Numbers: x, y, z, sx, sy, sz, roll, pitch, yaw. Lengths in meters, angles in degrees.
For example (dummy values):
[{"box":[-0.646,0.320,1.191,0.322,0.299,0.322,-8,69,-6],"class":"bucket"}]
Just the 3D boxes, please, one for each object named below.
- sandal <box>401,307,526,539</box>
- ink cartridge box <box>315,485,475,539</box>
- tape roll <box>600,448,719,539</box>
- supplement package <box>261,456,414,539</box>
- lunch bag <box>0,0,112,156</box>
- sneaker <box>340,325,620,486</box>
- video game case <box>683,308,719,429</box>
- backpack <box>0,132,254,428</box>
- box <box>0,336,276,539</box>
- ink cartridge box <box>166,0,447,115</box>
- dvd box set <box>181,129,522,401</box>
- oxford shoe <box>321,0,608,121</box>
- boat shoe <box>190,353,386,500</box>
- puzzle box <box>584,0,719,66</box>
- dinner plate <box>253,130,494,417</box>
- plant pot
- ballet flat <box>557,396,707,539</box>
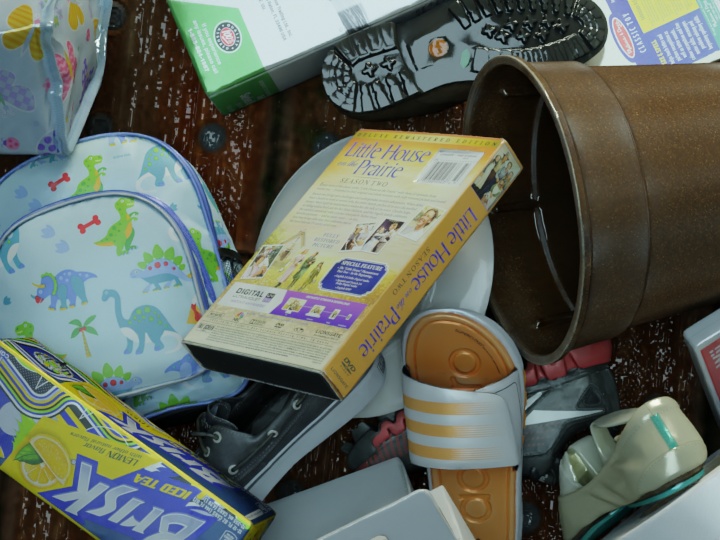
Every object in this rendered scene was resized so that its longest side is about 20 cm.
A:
[{"box":[0.072,0.124,1.263,0.079,0.059,0.207,-4,112,12],"class":"sandal"},{"box":[0.031,0.214,1.181,0.116,0.067,0.200,-27,114,6],"class":"ink cartridge box"},{"box":[0.241,0.155,1.244,0.202,0.202,0.071,-37,83,0],"class":"tape roll"},{"box":[-0.041,0.228,1.280,0.200,0.117,0.117,-20,113,2],"class":"supplement package"},{"box":[-0.266,-0.160,1.340,0.170,0.200,0.127,-2,122,3],"class":"lunch bag"},{"box":[0.089,0.112,1.324,0.200,0.071,0.098,-22,84,3],"class":"sneaker"},{"box":[0.314,0.027,1.285,0.200,0.143,0.017,-31,54,1],"class":"video game case"},{"box":[-0.170,0.010,1.321,0.183,0.147,0.200,-15,80,1],"class":"backpack"},{"box":[-0.155,0.124,1.205,0.200,0.064,0.070,34,96,9],"class":"box"},{"box":[-0.038,-0.217,1.366,0.200,0.084,0.146,-23,82,2],"class":"ink cartridge box"},{"box":[-0.006,-0.009,1.226,0.200,0.146,0.029,-52,125,-24],"class":"dvd box set"},{"box":[0.072,-0.150,1.351,0.200,0.084,0.073,-11,81,1],"class":"oxford shoe"},{"box":[-0.074,0.106,1.271,0.200,0.070,0.066,-39,120,10],"class":"boat shoe"},{"box":[0.176,-0.217,1.379,0.133,0.025,0.200,-25,82,1],"class":"puzzle box"},{"box":[0.000,0.000,1.323,0.200,0.024,0.200,-8,74,32],"class":"dinner plate"},{"box":[0.193,-0.051,1.268,0.198,0.200,0.200,-8,82,-16],"class":"plant pot"},{"box":[0.166,0.127,1.253,0.069,0.200,0.070,5,69,-13],"class":"ballet flat"}]
